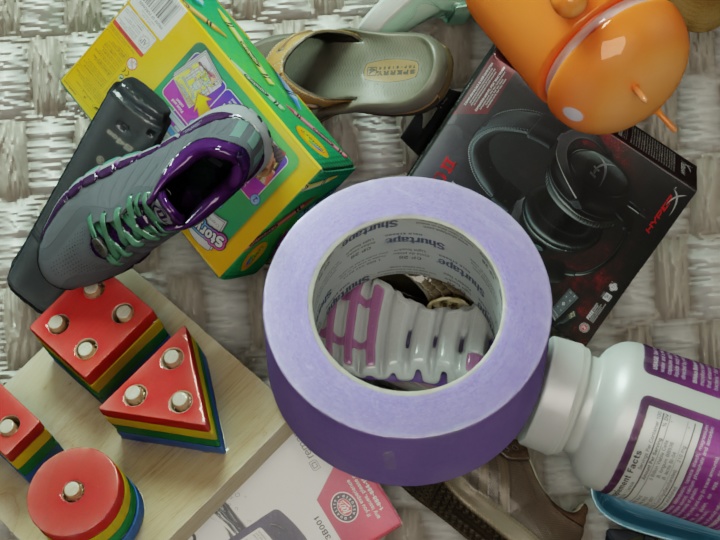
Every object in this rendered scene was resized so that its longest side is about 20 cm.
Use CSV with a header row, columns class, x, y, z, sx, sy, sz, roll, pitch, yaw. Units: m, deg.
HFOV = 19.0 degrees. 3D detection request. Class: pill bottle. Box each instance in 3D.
class,x,y,z,sx,sy,sz,roll,pitch,yaw
pill bottle,0.220,0.117,1.554,0.199,0.112,0.113,19,88,-2

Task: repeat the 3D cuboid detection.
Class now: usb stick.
class,x,y,z,sx,sy,sz,roll,pitch,yaw
usb stick,-0.200,-0.051,1.569,0.055,0.033,0.200,41,119,14

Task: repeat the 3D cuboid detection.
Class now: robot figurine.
class,x,y,z,sx,sy,sz,roll,pitch,yaw
robot figurine,0.150,-0.178,1.498,0.116,0.144,0.200,-22,63,-30

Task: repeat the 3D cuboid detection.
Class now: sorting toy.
class,x,y,z,sx,sy,sz,roll,pitch,yaw
sorting toy,-0.183,0.108,1.532,0.200,0.070,0.199,-45,57,-11

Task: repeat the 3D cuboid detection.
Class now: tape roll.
class,x,y,z,sx,sy,sz,roll,pitch,yaw
tape roll,0.032,0.041,1.489,0.199,0.085,0.201,0,61,0

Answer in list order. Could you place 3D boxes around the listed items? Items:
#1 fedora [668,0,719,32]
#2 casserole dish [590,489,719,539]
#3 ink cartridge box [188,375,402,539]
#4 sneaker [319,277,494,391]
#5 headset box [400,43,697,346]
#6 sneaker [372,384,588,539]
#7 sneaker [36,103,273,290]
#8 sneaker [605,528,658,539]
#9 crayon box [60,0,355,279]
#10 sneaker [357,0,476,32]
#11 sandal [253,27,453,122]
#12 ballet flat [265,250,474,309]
class,x,y,z,sx,sy,sz,roll,pitch,yaw
fedora,0.220,-0.269,1.595,0.081,0.200,0.202,-6,89,36
casserole dish,0.263,0.149,1.629,0.199,0.039,0.122,14,89,-1
ink cartridge box,-0.090,0.177,1.589,0.199,0.084,0.145,-32,89,-2
sneaker,0.037,0.061,1.579,0.199,0.089,0.081,11,64,8
headset box,0.126,-0.064,1.587,0.200,0.077,0.149,34,108,-3
sneaker,0.083,0.148,1.618,0.200,0.070,0.076,44,61,1
sneaker,-0.154,-0.045,1.492,0.200,0.088,0.075,-35,103,17
sneaker,0.179,0.285,1.613,0.081,0.074,0.201,28,80,5
crayon box,-0.113,-0.107,1.565,0.119,0.058,0.200,-45,77,23
sneaker,0.104,-0.190,1.611,0.200,0.074,0.119,-27,93,-2
sandal,-0.030,-0.142,1.583,0.199,0.055,0.082,0,78,28
ballet flat,0.000,0.000,1.603,0.199,0.067,0.047,21,58,2
